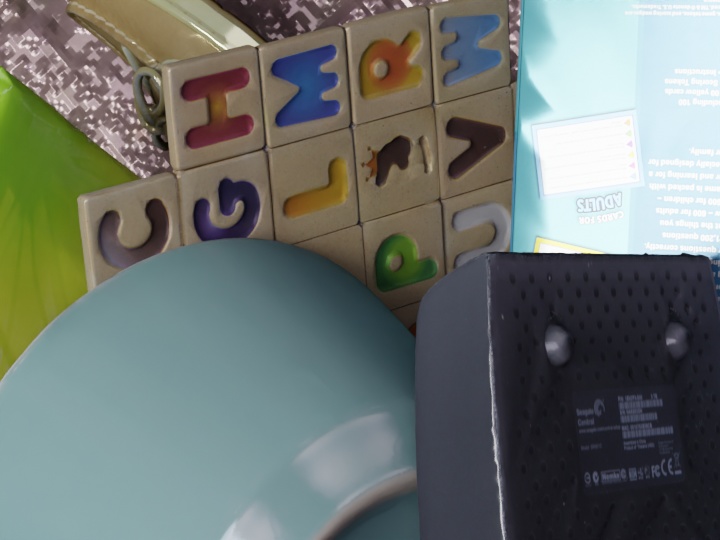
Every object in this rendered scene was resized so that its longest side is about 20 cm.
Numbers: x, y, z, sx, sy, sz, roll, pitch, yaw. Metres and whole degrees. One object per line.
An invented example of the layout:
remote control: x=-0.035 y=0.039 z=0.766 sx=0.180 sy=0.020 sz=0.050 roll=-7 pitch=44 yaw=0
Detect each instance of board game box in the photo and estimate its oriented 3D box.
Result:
board game box: x=0.123 y=-0.008 z=0.699 sx=0.150 sy=0.047 sz=0.202 roll=4 pitch=94 yaw=27

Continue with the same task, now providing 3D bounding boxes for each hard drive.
hard drive: x=0.070 y=0.097 z=0.631 sx=0.042 sy=0.134 sz=0.202 roll=-10 pitch=84 yaw=38

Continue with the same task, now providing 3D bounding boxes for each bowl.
bowl: x=-0.020 y=0.099 z=0.663 sx=0.105 sy=0.200 sz=0.203 roll=19 pitch=88 yaw=47

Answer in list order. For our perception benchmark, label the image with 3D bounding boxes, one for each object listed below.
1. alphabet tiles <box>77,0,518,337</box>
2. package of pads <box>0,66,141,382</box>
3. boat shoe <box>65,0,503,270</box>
alphabet tiles: x=0.000 y=0.000 z=0.725 sx=0.199 sy=0.006 sz=0.168 roll=-17 pitch=114 yaw=-31
package of pads: x=-0.105 y=0.046 z=0.712 sx=0.068 sy=0.200 sz=0.156 roll=7 pitch=69 yaw=37
boat shoe: x=-0.035 y=-0.038 z=0.788 sx=0.200 sy=0.073 sz=0.063 roll=40 pitch=86 yaw=-1
